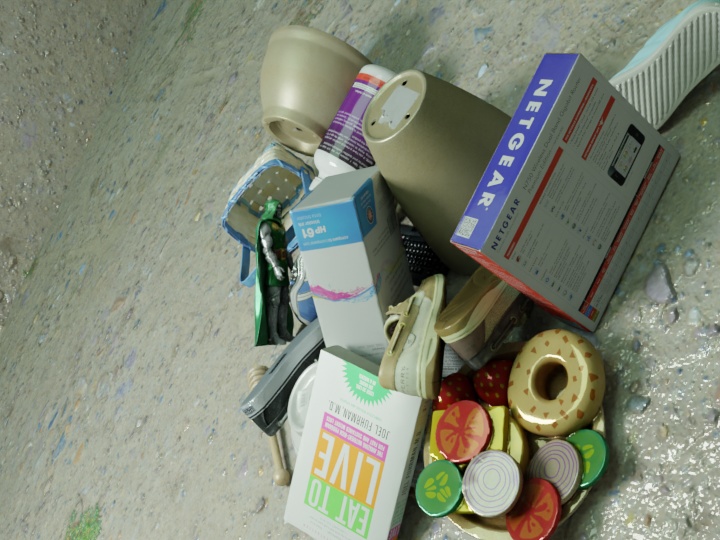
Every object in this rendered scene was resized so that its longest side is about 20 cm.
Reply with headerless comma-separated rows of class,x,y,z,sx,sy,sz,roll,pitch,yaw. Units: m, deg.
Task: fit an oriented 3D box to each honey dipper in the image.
honey dipper,-0.127,0.214,1.200,0.038,0.038,0.202,-46,36,21

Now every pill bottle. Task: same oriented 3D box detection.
pill bottle,0.005,-0.187,1.261,0.203,0.111,0.112,-60,32,-1

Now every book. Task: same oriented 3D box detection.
book,-0.002,0.200,0.927,0.132,0.048,0.205,21,106,33

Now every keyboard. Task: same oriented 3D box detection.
keyboard,0.045,-0.017,1.139,0.199,0.039,0.106,11,73,58

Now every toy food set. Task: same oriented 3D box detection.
toy food set,0.141,0.158,0.818,0.196,0.048,0.202,-11,58,34

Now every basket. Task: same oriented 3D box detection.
basket,-0.131,-0.091,1.350,0.176,0.138,0.202,-43,27,26

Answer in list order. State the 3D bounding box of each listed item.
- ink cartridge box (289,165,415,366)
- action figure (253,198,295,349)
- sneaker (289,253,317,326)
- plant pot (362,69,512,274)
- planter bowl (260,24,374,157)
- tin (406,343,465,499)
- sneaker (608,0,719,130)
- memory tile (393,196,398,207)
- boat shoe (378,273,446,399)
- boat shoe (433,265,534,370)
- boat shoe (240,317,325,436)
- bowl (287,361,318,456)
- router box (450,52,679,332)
ink cartridge box,0.000,0.000,0.995,0.083,0.205,0.145,-10,17,19
action figure,-0.120,0.002,1.225,0.053,0.118,0.206,-4,92,18
sneaker,-0.046,-0.008,1.196,0.076,0.076,0.204,-39,-36,-59
plant pot,0.099,-0.129,0.983,0.185,0.199,0.191,-28,43,30
planter bowl,-0.076,-0.263,1.353,0.198,0.198,0.137,3,66,55
tin,0.095,0.151,0.936,0.111,0.042,0.204,-4,62,49
sneaker,0.309,-0.201,0.901,0.199,0.074,0.082,-39,7,38
memory tile,0.057,-0.147,1.129,0.156,0.017,0.200,-63,-10,-11
boat shoe,0.056,0.060,0.908,0.201,0.065,0.076,-70,-21,-65
boat shoe,0.145,0.030,0.890,0.073,0.066,0.199,-19,16,49
boat shoe,-0.074,0.133,1.159,0.200,0.068,0.073,-51,12,-33
bowl,-0.026,0.167,1.041,0.199,0.093,0.204,-35,39,34
router box,0.201,-0.071,0.827,0.049,0.178,0.203,22,82,57
